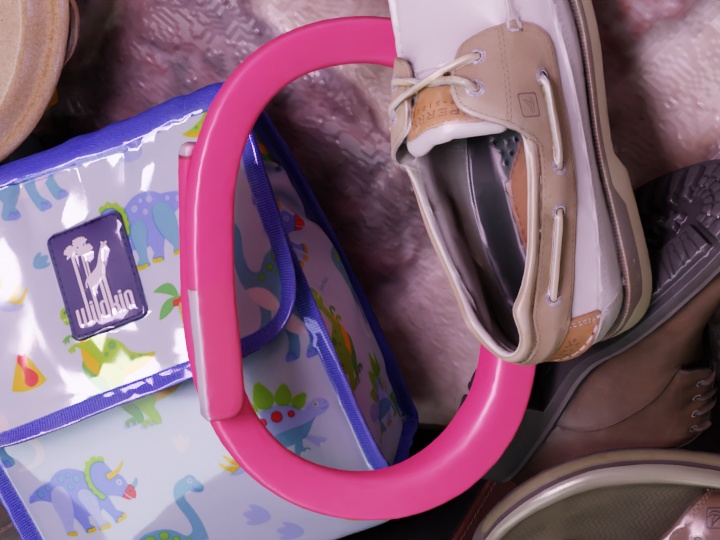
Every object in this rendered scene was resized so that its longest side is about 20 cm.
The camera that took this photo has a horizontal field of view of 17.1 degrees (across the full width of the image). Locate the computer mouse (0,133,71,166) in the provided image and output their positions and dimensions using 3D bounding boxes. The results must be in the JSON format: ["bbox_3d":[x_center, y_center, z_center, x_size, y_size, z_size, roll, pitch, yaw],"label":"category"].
[{"bbox_3d":[-0.165,-0.017,1.135,0.140,0.046,0.201,-17,117,41],"label":"computer mouse"}]

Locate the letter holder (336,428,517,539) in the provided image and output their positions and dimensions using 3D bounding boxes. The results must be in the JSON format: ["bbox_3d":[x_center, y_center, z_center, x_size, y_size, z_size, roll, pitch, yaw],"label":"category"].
[{"bbox_3d":[0.005,0.189,1.091,0.100,0.200,0.143,4,130,31],"label":"letter holder"}]

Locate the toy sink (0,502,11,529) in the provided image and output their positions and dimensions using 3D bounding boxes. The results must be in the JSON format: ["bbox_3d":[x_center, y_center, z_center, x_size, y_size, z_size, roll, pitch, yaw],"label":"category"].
[{"bbox_3d":[-0.216,0.056,1.170,0.130,0.200,0.113,29,109,10],"label":"toy sink"}]

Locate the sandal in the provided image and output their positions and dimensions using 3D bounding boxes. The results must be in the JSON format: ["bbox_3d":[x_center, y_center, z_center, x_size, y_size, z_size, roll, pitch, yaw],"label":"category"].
[{"bbox_3d":[0.143,0.115,0.991,0.199,0.058,0.080,-3,146,9],"label":"sandal"}]

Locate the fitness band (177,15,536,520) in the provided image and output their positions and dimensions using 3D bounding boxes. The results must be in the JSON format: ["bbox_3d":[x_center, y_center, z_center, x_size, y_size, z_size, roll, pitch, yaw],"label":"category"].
[{"bbox_3d":[0.000,0.000,0.954,0.037,0.143,0.202,-160,67,-74],"label":"fitness band"}]

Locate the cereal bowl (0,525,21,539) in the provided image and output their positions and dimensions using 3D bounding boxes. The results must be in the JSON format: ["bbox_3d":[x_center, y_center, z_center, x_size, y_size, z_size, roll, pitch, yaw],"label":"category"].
[{"bbox_3d":[-0.110,0.198,1.246,0.200,0.083,0.201,37,154,21],"label":"cereal bowl"}]

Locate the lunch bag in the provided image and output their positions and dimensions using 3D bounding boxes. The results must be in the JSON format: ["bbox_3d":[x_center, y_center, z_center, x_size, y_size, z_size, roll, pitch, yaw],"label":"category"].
[{"bbox_3d":[-0.086,0.033,1.039,0.169,0.128,0.201,-20,108,11],"label":"lunch bag"}]

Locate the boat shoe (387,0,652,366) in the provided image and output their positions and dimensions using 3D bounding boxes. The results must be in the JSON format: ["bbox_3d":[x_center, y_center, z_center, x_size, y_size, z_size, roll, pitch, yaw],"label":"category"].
[{"bbox_3d":[0.048,-0.063,0.892,0.074,0.068,0.201,-21,91,44],"label":"boat shoe"}]

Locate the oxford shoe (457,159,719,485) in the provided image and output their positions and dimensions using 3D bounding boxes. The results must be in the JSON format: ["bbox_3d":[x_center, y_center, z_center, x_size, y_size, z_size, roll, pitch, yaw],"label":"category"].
[{"bbox_3d":[0.119,0.026,0.980,0.084,0.073,0.200,20,139,-16],"label":"oxford shoe"}]

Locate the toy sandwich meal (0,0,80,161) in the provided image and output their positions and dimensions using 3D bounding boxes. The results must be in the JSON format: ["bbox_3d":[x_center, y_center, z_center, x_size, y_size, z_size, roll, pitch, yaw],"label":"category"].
[{"bbox_3d":[-0.209,-0.129,1.040,0.204,0.070,0.207,7,113,18],"label":"toy sandwich meal"}]
